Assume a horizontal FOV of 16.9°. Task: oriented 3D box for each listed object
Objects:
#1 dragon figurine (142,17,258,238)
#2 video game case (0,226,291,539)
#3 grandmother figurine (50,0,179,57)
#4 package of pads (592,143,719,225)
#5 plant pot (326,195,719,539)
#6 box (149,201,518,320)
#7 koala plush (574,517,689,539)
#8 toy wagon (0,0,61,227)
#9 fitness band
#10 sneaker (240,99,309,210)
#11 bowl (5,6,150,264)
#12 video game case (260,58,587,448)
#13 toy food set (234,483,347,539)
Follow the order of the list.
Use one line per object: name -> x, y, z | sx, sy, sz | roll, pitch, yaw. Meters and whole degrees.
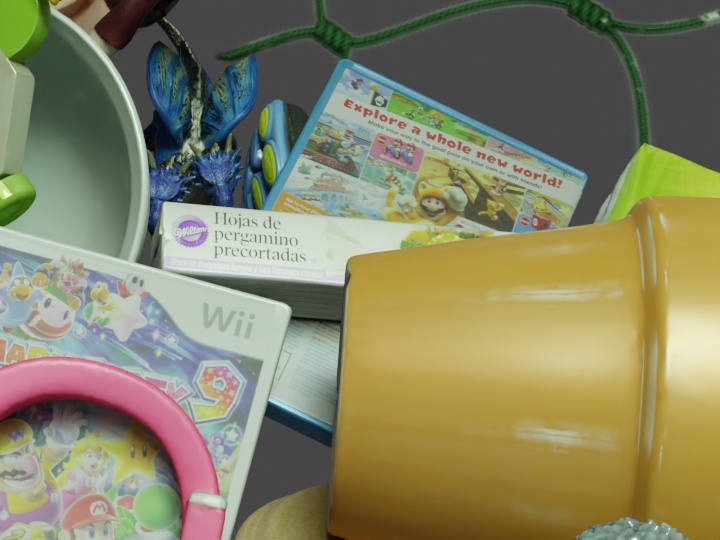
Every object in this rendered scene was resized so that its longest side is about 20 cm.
dragon figurine -> -0.086, -0.083, 1.274 | 0.059, 0.099, 0.200 | 8, 51, -7
video game case -> -0.125, 0.094, 1.109 | 0.143, 0.018, 0.200 | 15, 85, -1
grandmother figurine -> -0.116, -0.146, 1.252 | 0.061, 0.200, 0.121 | 34, 52, -19
package of pads -> 0.177, 0.038, 1.261 | 0.154, 0.068, 0.200 | 22, 50, 4
plant pot -> 0.080, 0.062, 1.081 | 0.183, 0.200, 0.200 | 4, 51, -2
box -> 0.000, 0.000, 1.168 | 0.200, 0.041, 0.039 | 4, 61, -11
koala plush -> 0.098, 0.230, 0.912 | 0.177, 0.184, 0.200 | 29, 60, -10
toy wagon -> -0.213, -0.080, 1.139 | 0.200, 0.040, 0.155 | -38, 79, 10
fitness band -> -0.138, 0.137, 1.074 | 0.143, 0.037, 0.200 | 14, 82, -3
sneaker -> 0.001, -0.002, 1.256 | 0.083, 0.071, 0.200 | -19, 65, -29
bowl -> -0.183, -0.035, 1.195 | 0.201, 0.090, 0.201 | -1, 87, 15
video game case -> 0.015, 0.000, 1.206 | 0.143, 0.018, 0.200 | 25, 59, 1
toy food set -> 0.030, 0.159, 1.101 | 0.198, 0.049, 0.200 | 28, 22, 16
